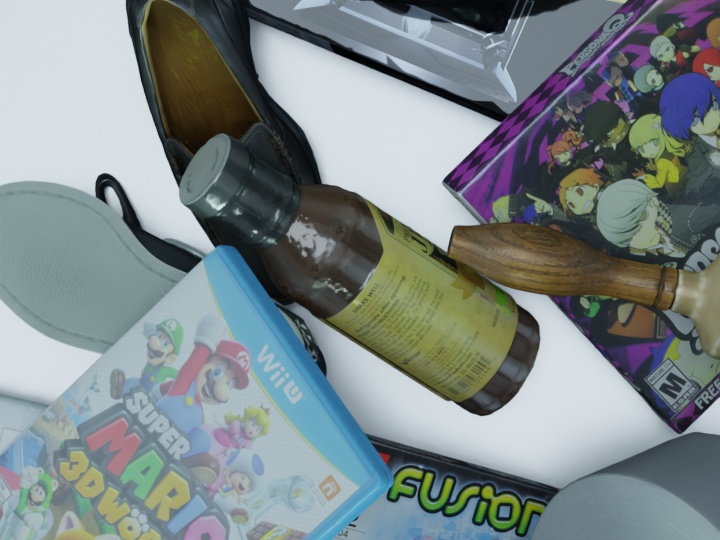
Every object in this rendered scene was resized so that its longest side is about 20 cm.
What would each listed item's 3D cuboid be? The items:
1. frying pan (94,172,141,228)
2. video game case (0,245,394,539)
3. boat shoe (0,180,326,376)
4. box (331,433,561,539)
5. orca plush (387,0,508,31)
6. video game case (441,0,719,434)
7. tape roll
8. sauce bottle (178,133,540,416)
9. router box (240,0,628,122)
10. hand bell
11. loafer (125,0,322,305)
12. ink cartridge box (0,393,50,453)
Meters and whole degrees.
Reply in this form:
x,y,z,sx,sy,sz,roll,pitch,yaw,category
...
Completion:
x,y,z,sx,sy,sz,roll,pitch,yaw,category
-0.106,0.054,1.428,0.115,0.031,0.190,-44,76,-9,frying pan
-0.094,0.106,1.337,0.200,0.018,0.143,-43,70,19,video game case
-0.108,0.018,1.394,0.199,0.060,0.076,31,90,22,boat shoe
0.051,0.151,1.372,0.199,0.035,0.111,17,90,-27,box
0.069,-0.156,1.369,0.199,0.106,0.071,-12,133,-2,orca plush
0.171,-0.049,1.385,0.200,0.036,0.181,-43,110,1,video game case
0.164,0.180,1.295,0.066,0.200,0.201,-19,88,-34,tape roll
0.000,0.000,1.368,0.200,0.065,0.065,34,91,-27,sauce bottle
0.049,-0.171,1.415,0.199,0.052,0.158,23,90,3,router box
0.140,0.006,1.340,0.199,0.104,0.105,13,90,-4,hand bell
-0.071,-0.065,1.387,0.072,0.072,0.201,-19,110,15,loafer
-0.250,0.132,1.417,0.199,0.050,0.163,12,80,0,ink cartridge box
